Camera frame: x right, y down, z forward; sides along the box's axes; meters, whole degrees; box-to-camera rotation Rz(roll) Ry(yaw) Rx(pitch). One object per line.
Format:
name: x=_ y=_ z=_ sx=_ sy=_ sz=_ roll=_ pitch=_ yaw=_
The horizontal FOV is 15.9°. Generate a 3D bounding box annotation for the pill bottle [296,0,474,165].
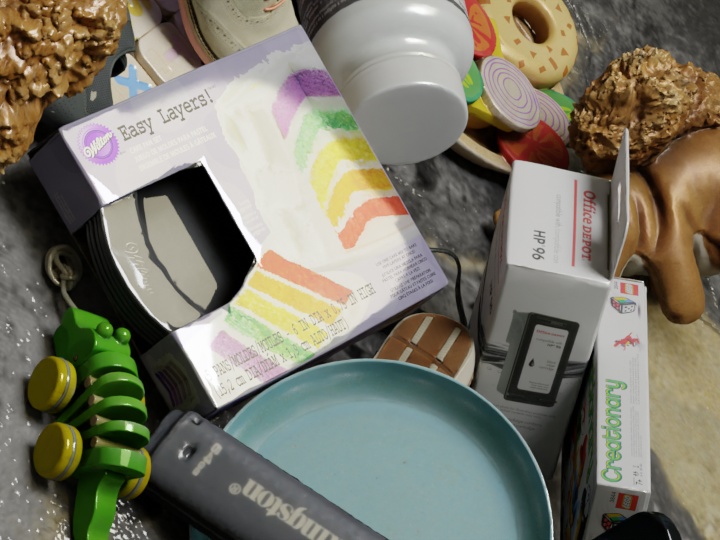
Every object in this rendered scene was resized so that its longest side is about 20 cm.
pill bottle: x=0.015 y=-0.171 z=1.715 sx=0.111 sy=0.111 sz=0.200 roll=24 pitch=41 yaw=-37

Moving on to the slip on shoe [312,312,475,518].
slip on shoe: x=0.003 y=0.104 z=1.518 sx=0.076 sy=0.061 sz=0.200 roll=22 pitch=45 yaw=17

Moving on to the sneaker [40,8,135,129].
sneaker: x=-0.172 y=-0.158 z=1.537 sx=0.085 sy=0.074 sz=0.200 roll=41 pitch=45 yaw=-29

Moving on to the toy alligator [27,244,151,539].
toy alligator: x=-0.141 y=0.057 z=1.391 sx=0.059 sy=0.054 sz=0.200 roll=22 pitch=45 yaw=-38

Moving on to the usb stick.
usb stick: x=-0.032 y=0.145 z=1.390 sx=0.200 sy=0.033 sz=0.055 roll=33 pitch=72 yaw=13

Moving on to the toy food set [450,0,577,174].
toy food set: x=0.089 y=-0.152 z=1.851 sx=0.200 sy=0.049 sz=0.198 roll=22 pitch=46 yaw=-39

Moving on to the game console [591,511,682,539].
game console: x=0.090 y=0.243 z=1.377 sx=0.116 sy=0.200 sz=0.176 roll=10 pitch=54 yaw=-47

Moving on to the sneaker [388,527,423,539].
sneaker: x=0.060 y=0.186 z=1.509 sx=0.200 sy=0.074 sz=0.088 roll=-10 pitch=75 yaw=-53

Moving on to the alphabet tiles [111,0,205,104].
alphabet tiles: x=-0.087 y=-0.111 z=1.636 sx=0.200 sy=0.015 sz=0.196 roll=51 pitch=34 yaw=-4

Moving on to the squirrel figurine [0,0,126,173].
squirrel figurine: x=-0.234 y=-0.147 z=1.355 sx=0.187 sy=0.142 sz=0.200 roll=-26 pitch=71 yaw=-39

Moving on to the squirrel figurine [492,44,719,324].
squirrel figurine: x=0.184 y=-0.057 z=1.793 sx=0.186 sy=0.141 sz=0.200 roll=-7 pitch=98 yaw=-32

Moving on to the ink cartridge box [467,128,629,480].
ink cartridge box: x=0.111 y=0.015 z=1.588 sx=0.068 sy=0.200 sz=0.116 roll=11 pitch=35 yaw=-3

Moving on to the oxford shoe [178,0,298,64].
oxford shoe: x=-0.072 y=-0.179 z=1.598 sx=0.200 sy=0.074 sz=0.071 roll=59 pitch=45 yaw=-31

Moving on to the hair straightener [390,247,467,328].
hair straightener: x=0.000 y=0.000 z=1.587 sx=0.200 sy=0.077 sz=0.041 roll=23 pitch=36 yaw=-36

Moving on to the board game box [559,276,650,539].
board game box: x=0.147 y=0.113 z=1.562 sx=0.035 sy=0.126 sz=0.200 roll=9 pitch=36 yaw=-1

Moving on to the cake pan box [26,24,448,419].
cake pan box: x=-0.071 y=-0.026 z=1.485 sx=0.200 sy=0.052 sz=0.184 roll=-26 pitch=83 yaw=-37

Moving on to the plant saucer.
plant saucer: x=0.006 y=0.146 z=1.423 sx=0.200 sy=0.027 sz=0.200 roll=1 pitch=65 yaw=-2
